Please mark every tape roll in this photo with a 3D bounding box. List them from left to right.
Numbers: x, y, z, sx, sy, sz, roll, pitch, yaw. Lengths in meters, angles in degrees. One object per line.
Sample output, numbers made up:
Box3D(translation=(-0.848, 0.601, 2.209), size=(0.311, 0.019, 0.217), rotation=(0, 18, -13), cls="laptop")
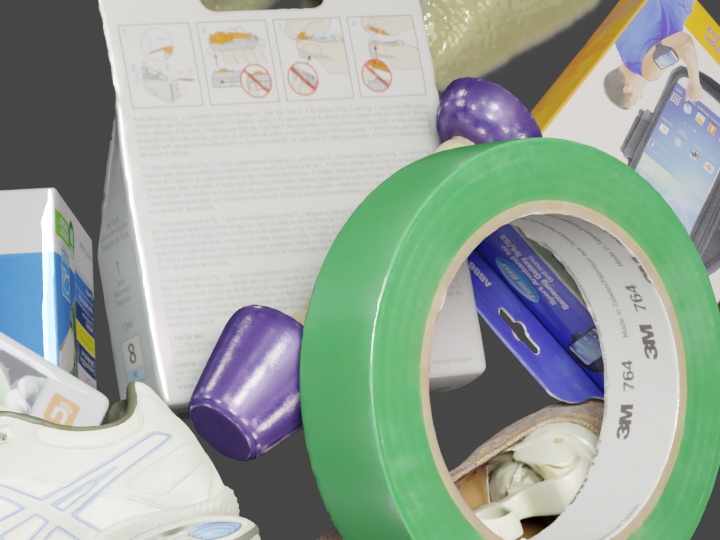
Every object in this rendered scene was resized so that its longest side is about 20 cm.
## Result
Box3D(translation=(0.066, 0.047, 1.227), size=(0.200, 0.048, 0.201), rotation=(4, 84, -39), cls="tape roll")

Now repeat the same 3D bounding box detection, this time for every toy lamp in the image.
Box3D(translation=(0.000, 0.000, 1.244), size=(0.058, 0.058, 0.200), rotation=(48, 58, -11), cls="toy lamp")

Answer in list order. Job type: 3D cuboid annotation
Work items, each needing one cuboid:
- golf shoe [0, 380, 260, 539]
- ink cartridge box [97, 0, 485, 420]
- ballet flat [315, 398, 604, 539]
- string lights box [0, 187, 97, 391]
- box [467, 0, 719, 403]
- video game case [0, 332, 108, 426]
Box3D(translation=(-0.136, 0.098, 1.042), size=(0.200, 0.078, 0.097), rotation=(-14, 69, -35), cls="golf shoe")
Box3D(translation=(-0.039, -0.040, 1.291), size=(0.160, 0.047, 0.200), rotation=(-5, 78, -29), cls="ink cartridge box")
Box3D(translation=(0.063, 0.109, 1.297), size=(0.200, 0.067, 0.068), rotation=(-29, 93, -31), cls="ballet flat")
Box3D(translation=(-0.137, 0.077, 1.166), size=(0.059, 0.103, 0.200), rotation=(-4, 79, 3), cls="string lights box")
Box3D(translation=(0.124, -0.033, 1.369), size=(0.119, 0.041, 0.200), rotation=(47, 52, -12), cls="box")
Box3D(translation=(-0.209, 0.074, 1.050), size=(0.200, 0.023, 0.182), rotation=(33, 66, -18), cls="video game case")
